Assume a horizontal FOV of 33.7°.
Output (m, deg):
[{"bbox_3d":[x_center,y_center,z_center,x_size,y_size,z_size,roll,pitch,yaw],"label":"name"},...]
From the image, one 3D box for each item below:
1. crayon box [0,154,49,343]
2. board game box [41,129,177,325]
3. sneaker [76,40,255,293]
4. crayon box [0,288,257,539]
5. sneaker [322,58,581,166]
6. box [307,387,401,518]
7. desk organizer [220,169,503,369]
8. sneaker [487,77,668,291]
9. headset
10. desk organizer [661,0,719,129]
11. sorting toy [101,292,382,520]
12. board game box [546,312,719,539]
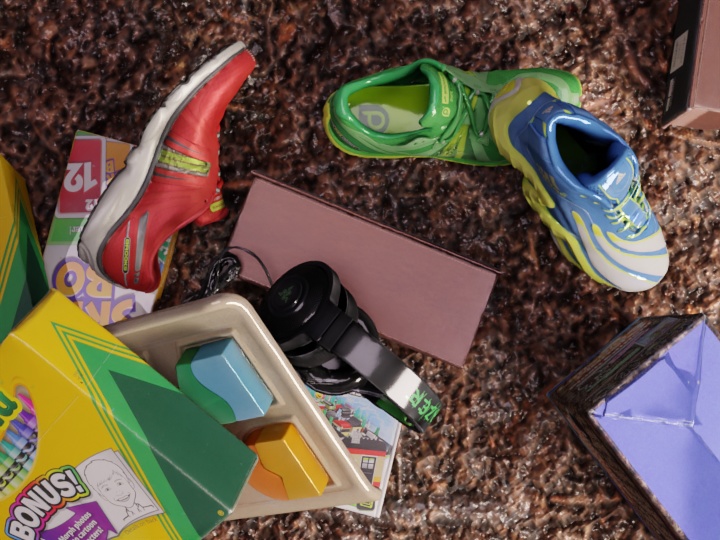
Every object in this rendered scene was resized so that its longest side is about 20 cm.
[{"bbox_3d":[-0.333,0.028,0.881,0.197,0.058,0.175,-19,72,1],"label":"crayon box"},{"bbox_3d":[-0.198,0.002,0.919,0.094,0.030,0.203,14,89,2],"label":"board game box"},{"bbox_3d":[-0.128,-0.074,0.883,0.084,0.077,0.201,32,93,-8],"label":"sneaker"},{"bbox_3d":[-0.194,0.135,0.788,0.172,0.059,0.200,40,125,-10],"label":"crayon box"},{"bbox_3d":[0.070,-0.117,0.890,0.197,0.084,0.075,-5,86,0],"label":"sneaker"},{"bbox_3d":[-0.068,0.108,0.904,0.197,0.035,0.112,14,87,2],"label":"box"},{"bbox_3d":[0.000,0.000,0.892,0.198,0.072,0.078,22,90,2],"label":"desk organizer"},{"bbox_3d":[0.168,-0.048,0.848,0.076,0.105,0.200,-45,111,1],"label":"sneaker"},{"bbox_3d":[-0.036,0.052,0.808,0.199,0.124,0.094,36,81,27],"label":"headset"},{"bbox_3d":[0.285,-0.207,0.890,0.076,0.072,0.203,9,87,0],"label":"desk organizer"},{"bbox_3d":[-0.106,0.108,0.810,0.183,0.037,0.201,-14,124,34],"label":"sorting toy"},{"bbox_3d":[0.223,0.123,0.814,0.096,0.200,0.160,-38,86,0],"label":"board game box"}]
